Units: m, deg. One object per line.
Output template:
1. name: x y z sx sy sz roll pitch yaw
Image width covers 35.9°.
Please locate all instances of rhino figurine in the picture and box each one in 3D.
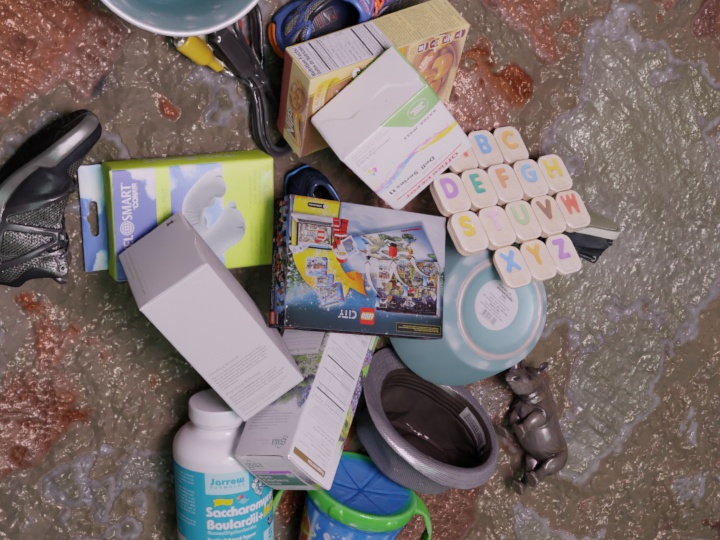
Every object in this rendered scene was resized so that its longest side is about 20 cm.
1. rhino figurine: 0.220 0.188 1.434 0.087 0.060 0.201 -31 117 -35

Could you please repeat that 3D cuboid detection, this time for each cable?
1. cable: -0.122 -0.215 1.179 0.097 0.050 0.200 -51 132 -19

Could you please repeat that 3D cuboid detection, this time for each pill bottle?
1. pill bottle: -0.154 0.237 1.251 0.110 0.111 0.201 -8 109 -22

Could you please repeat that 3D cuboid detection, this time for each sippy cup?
1. sippy cup: -0.015 0.308 1.332 0.140 0.178 0.131 -18 131 -58

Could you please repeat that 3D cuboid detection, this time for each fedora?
1. fedora: 0.066 0.195 1.334 0.200 0.177 0.090 29 126 -14

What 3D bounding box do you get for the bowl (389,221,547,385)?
1. bowl: 0.139 0.043 1.305 0.200 0.105 0.202 -2 94 -24

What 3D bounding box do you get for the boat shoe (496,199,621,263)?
1. boat shoe: 0.220 -0.048 1.358 0.199 0.075 0.066 8 121 -27

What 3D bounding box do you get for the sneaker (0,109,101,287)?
1. sneaker: -0.309 -0.064 1.110 0.200 0.076 0.114 -49 120 0

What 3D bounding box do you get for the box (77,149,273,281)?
1. box: -0.191 -0.059 1.179 0.199 0.048 0.122 -7 108 -23

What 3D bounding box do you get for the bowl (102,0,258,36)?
1. bowl: -0.183 -0.323 1.053 0.200 0.105 0.201 -4 101 -21

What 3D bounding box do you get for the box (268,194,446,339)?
1. box: 0.000 0.000 1.194 0.200 0.038 0.137 7 82 -31

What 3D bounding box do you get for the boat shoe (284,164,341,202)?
1. boat shoe: -0.031 -0.019 1.251 0.084 0.069 0.200 -37 117 -10

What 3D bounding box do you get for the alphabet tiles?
1. alphabet tiles: 0.175 -0.078 1.282 0.200 0.015 0.196 -13 72 -33

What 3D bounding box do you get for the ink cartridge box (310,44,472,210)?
1. ink cartridge box: 0.044 -0.139 1.185 0.117 0.067 0.200 -41 154 7

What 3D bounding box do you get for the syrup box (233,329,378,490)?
1. syrup box: -0.056 0.136 1.222 0.081 0.079 0.200 46 50 -39

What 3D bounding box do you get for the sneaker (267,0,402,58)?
1. sneaker: -0.001 -0.284 1.178 0.200 0.078 0.075 -40 118 -8

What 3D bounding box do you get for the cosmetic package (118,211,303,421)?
1. cosmetic package: -0.152 0.049 1.154 0.085 0.108 0.200 -36 129 1

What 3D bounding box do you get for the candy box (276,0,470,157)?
1. candy box: 0.012 -0.206 1.178 0.200 0.055 0.116 -25 151 -25
